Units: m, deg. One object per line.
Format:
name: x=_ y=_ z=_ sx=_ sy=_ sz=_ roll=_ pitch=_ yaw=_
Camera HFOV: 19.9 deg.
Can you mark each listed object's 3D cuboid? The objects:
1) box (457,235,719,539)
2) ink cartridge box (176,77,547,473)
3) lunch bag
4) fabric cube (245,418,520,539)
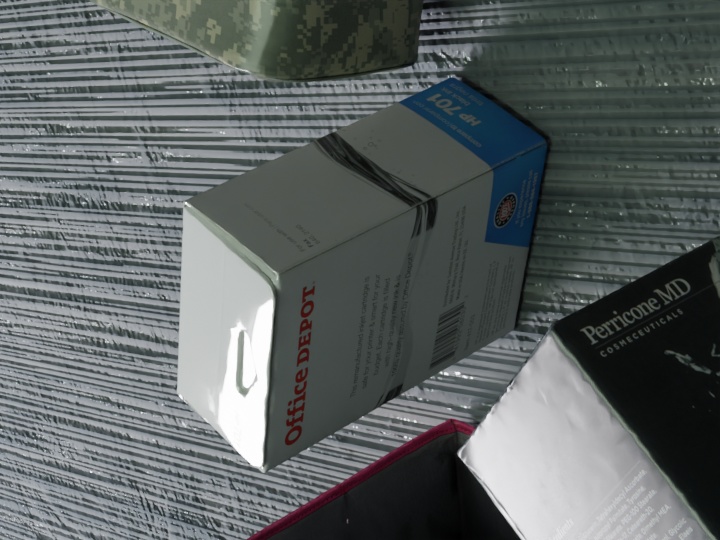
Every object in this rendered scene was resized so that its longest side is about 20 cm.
box: x=0.190 y=0.094 z=0.936 sx=0.197 sy=0.200 sz=0.124 roll=52 pitch=144 yaw=18
ink cartridge box: x=0.000 y=0.000 z=1.141 sx=0.086 sy=0.200 sz=0.147 roll=40 pitch=140 yaw=33
lunch bag: x=-0.057 y=-0.213 z=1.149 sx=0.200 sy=0.139 sz=0.168 roll=30 pitch=118 yaw=41
fabric cube: x=0.059 y=0.244 z=1.225 sx=0.196 sy=0.200 sz=0.200 roll=26 pitch=132 yaw=43
